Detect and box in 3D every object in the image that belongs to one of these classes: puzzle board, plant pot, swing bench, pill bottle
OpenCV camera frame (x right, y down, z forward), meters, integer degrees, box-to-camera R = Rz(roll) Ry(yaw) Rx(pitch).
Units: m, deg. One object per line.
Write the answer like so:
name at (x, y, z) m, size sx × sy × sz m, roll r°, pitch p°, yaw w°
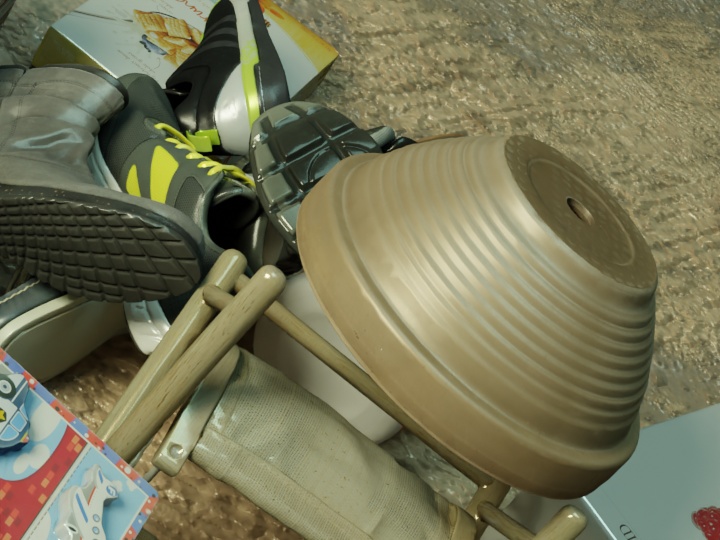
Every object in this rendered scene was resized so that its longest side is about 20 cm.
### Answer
puzzle board at (-0.169, 0.100, 0.739) m, size 0.151 × 0.017 × 0.200 m, roll 45°, pitch 36°, yaw -12°
plant pot at (0.075, 0.003, 0.902) m, size 0.201 × 0.093 × 0.201 m, roll 34°, pitch 27°, yaw -21°
swing bench at (-0.040, 0.129, 0.914) m, size 0.199 × 0.200 × 0.130 m, roll 39°, pitch -5°, yaw -12°
pill bottle at (0.032, 0.026, 1.162) m, size 0.110 × 0.110 × 0.200 m, roll 44°, pitch 35°, yaw 11°

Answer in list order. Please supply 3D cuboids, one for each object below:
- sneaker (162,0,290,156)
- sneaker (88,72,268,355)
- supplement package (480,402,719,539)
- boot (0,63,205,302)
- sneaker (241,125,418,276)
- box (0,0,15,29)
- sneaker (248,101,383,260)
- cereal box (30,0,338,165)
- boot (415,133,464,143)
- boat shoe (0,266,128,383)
sneaker at (-0.094, -0.121, 1.178) m, size 0.083 × 0.072 × 0.200 m, roll -12°, pitch 23°, yaw -5°
sneaker at (-0.090, -0.037, 1.039) m, size 0.074 × 0.085 × 0.200 m, roll 23°, pitch 39°, yaw -47°
supplement package at (0.172, 0.169, 1.106) m, size 0.200 × 0.120 × 0.121 m, roll -11°, pitch 57°, yaw -47°
boot at (-0.152, -0.058, 0.993) m, size 0.200 × 0.070 × 0.132 m, roll 11°, pitch 47°, yaw 20°
sneaker at (-0.013, -0.045, 1.149) m, size 0.200 × 0.115 × 0.075 m, roll -80°, pitch 150°, yaw -84°
box at (-0.304, -0.161, 1.040) m, size 0.200 × 0.166 × 0.164 m, roll 31°, pitch 35°, yaw -6°
sneaker at (0.000, 0.000, 1.020) m, size 0.075 × 0.079 × 0.200 m, roll -28°, pitch 74°, yaw -20°
cereal box at (-0.114, -0.145, 1.298) m, size 0.144 × 0.040 × 0.200 m, roll 37°, pitch 34°, yaw 1°
boot at (0.081, -0.036, 1.311) m, size 0.200 × 0.075 × 0.097 m, roll -4°, pitch 48°, yaw -46°
boat shoe at (-0.156, 0.006, 1.053) m, size 0.062 × 0.075 × 0.200 m, roll 45°, pitch 34°, yaw 9°
